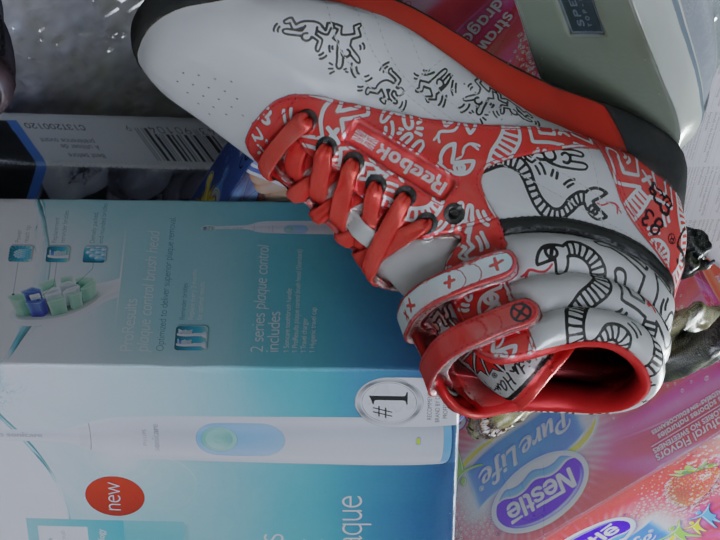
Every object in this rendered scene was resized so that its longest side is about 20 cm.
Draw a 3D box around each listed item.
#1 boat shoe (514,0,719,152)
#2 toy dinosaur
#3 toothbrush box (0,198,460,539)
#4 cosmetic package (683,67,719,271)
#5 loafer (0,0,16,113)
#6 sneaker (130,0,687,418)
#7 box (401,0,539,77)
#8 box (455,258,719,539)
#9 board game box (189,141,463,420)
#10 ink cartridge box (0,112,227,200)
[{"bbox_3d":[0.081,-0.131,0.893,0.072,0.070,0.201,-54,139,-37],"label":"boat shoe"},{"bbox_3d":[0.119,0.019,0.999,0.199,0.048,0.088,-6,150,-41],"label":"toy dinosaur"},{"bbox_3d":[-0.064,0.054,0.966,0.199,0.086,0.147,2,135,1],"label":"toothbrush box"},{"bbox_3d":[0.139,-0.090,1.106,0.082,0.051,0.201,-2,126,-21],"label":"cosmetic package"},{"bbox_3d":[-0.212,-0.076,0.901,0.199,0.063,0.072,-3,126,-23],"label":"loafer"},{"bbox_3d":[0.016,-0.020,0.867,0.200,0.108,0.067,20,144,-18],"label":"sneaker"},{"bbox_3d":[0.077,-0.158,0.984,0.102,0.095,0.200,29,110,-37],"label":"box"},{"bbox_3d":[0.094,0.087,1.158,0.199,0.095,0.103,-33,143,19],"label":"box"},{"bbox_3d":[0.000,0.000,0.996,0.135,0.035,0.200,20,132,-19],"label":"board game box"},{"bbox_3d":[-0.141,0.030,1.053,0.197,0.043,0.201,-1,127,-39],"label":"ink cartridge box"}]
